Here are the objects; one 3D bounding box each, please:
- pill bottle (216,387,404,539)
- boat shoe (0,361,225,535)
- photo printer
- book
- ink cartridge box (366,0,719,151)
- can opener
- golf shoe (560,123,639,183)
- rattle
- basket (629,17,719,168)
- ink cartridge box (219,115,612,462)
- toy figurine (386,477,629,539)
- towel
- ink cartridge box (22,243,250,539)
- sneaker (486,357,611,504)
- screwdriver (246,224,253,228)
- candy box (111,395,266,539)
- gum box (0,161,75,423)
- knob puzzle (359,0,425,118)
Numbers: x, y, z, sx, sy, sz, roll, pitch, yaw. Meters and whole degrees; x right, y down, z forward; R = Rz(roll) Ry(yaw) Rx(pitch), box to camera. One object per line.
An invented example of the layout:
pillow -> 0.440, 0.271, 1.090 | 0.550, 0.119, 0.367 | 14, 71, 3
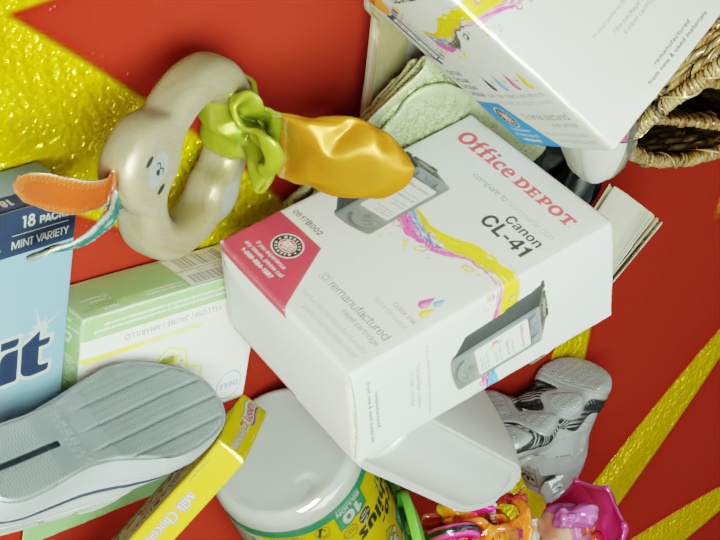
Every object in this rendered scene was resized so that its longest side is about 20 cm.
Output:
pill bottle -> -0.030, 0.183, 1.243 | 0.113, 0.113, 0.200 | -43, 143, -16
boat shoe -> -0.169, 0.106, 0.989 | 0.200, 0.074, 0.067 | -11, 155, -48
photo printer -> 0.032, 0.084, 1.192 | 0.069, 0.167, 0.200 | -39, 146, 12
book -> 0.168, 0.011, 1.326 | 0.134, 0.048, 0.200 | -53, 175, -2
ink cartridge box -> 0.092, -0.188, 0.976 | 0.200, 0.147, 0.145 | 40, 85, -16
can opener -> 0.129, -0.025, 1.310 | 0.200, 0.063, 0.079 | -62, 173, 26
golf shoe -> 0.135, -0.136, 1.164 | 0.092, 0.073, 0.200 | -34, 131, -18
rattle -> -0.081, -0.040, 0.941 | 0.130, 0.143, 0.200 | -58, 169, 21
basket -> 0.267, -0.137, 1.298 | 0.200, 0.149, 0.143 | -1, 119, -50
ink cartridge box -> 0.035, 0.005, 1.039 | 0.200, 0.148, 0.086 | -30, 139, -21
toy figurine -> 0.124, 0.212, 1.339 | 0.184, 0.150, 0.200 | -12, 156, -5
towel -> 0.042, -0.068, 1.147 | 0.148, 0.037, 0.200 | -45, 154, 15
ink cartridge box -> -0.143, 0.090, 1.091 | 0.145, 0.048, 0.200 | -18, 128, -42
sneaker -> 0.140, 0.157, 1.452 | 0.200, 0.075, 0.115 | -23, 131, -42
screwdriver -> 0.000, 0.000, 1.134 | 0.200, 0.028, 0.029 | 17, 123, -41
candy box -> -0.139, 0.171, 1.097 | 0.200, 0.026, 0.102 | -48, -173, 12
gum box -> -0.246, 0.053, 0.940 | 0.170, 0.045, 0.200 | -20, 133, -41
knob puzzle -> 0.072, -0.202, 1.115 | 0.220, 0.030, 0.220 | -30, 138, -30
